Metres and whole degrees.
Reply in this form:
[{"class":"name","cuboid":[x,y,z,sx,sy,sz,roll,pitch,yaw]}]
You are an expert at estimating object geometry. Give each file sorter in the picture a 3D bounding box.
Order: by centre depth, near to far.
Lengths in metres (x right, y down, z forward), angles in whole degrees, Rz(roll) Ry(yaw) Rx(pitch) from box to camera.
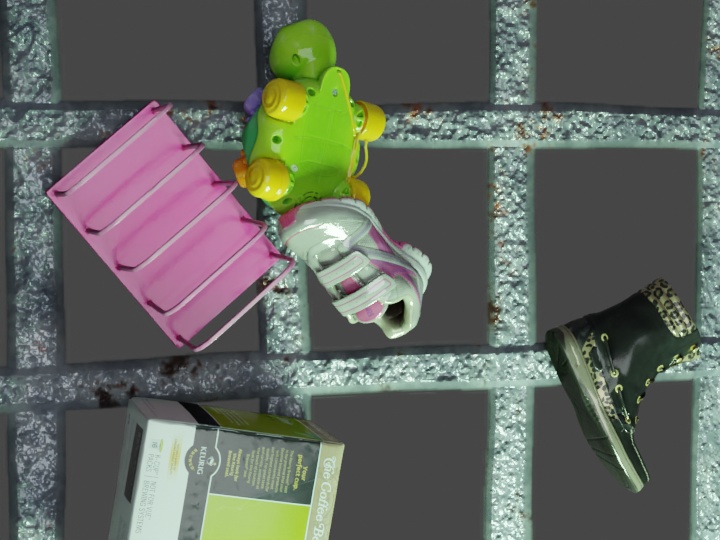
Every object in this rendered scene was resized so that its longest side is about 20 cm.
[{"class":"file sorter","cuboid":[-0.175,-0.041,1.370,0.139,0.125,0.200,-42,104,-10]}]

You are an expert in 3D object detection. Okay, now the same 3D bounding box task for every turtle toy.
[{"class":"turtle toy","cuboid":[-0.058,-0.143,1.409,0.145,0.101,0.202,11,91,-44]}]

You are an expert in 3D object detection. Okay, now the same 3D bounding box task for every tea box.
[{"class":"tea box","cuboid":[-0.136,0.240,1.398,0.195,0.134,0.202,10,91,-16]}]

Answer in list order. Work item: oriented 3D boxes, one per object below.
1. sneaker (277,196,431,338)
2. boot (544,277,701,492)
[{"class":"sneaker","cuboid":[0.000,0.000,1.406,0.199,0.081,0.089,30,43,-38]},{"class":"boot","cuboid":[0.299,0.120,1.556,0.150,0.073,0.201,-29,96,-13]}]
